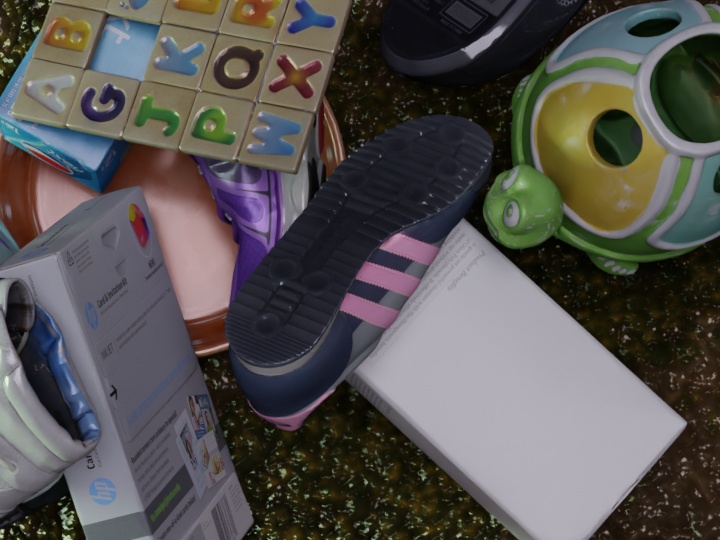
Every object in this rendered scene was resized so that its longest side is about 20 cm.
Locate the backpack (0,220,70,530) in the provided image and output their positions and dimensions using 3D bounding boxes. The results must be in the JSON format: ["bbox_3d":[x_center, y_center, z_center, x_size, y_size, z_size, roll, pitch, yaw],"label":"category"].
[{"bbox_3d":[-0.244,0.052,1.461,0.177,0.151,0.200,-28,89,9],"label":"backpack"}]

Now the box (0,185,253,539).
[{"bbox_3d":[-0.121,0.070,1.439,0.041,0.156,0.201,-14,101,15],"label":"box"}]

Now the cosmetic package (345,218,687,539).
[{"bbox_3d":[0.069,0.059,1.506,0.200,0.085,0.108,44,83,4],"label":"cosmetic package"}]

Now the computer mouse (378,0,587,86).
[{"bbox_3d":[0.100,-0.166,1.539,0.200,0.053,0.139,-40,46,-5],"label":"computer mouse"}]

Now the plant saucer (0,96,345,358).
[{"bbox_3d":[-0.107,-0.049,1.543,0.200,0.032,0.201,0,84,-1],"label":"plant saucer"}]

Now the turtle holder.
[{"bbox_3d":[0.146,-0.079,1.486,0.185,0.132,0.141,-2,78,-16],"label":"turtle holder"}]

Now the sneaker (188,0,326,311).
[{"bbox_3d":[-0.062,-0.062,1.483,0.083,0.081,0.201,1,96,7],"label":"sneaker"}]

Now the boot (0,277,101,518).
[{"bbox_3d":[-0.200,0.019,1.341,0.095,0.074,0.200,-31,92,32],"label":"boot"}]

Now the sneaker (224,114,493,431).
[{"bbox_3d":[0.000,0.000,1.445,0.070,0.082,0.200,30,59,27],"label":"sneaker"}]

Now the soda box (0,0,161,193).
[{"bbox_3d":[-0.121,-0.147,1.507,0.068,0.064,0.200,30,81,3],"label":"soda box"}]

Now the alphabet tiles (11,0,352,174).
[{"bbox_3d":[-0.080,-0.158,1.450,0.167,0.008,0.201,12,75,20],"label":"alphabet tiles"}]
